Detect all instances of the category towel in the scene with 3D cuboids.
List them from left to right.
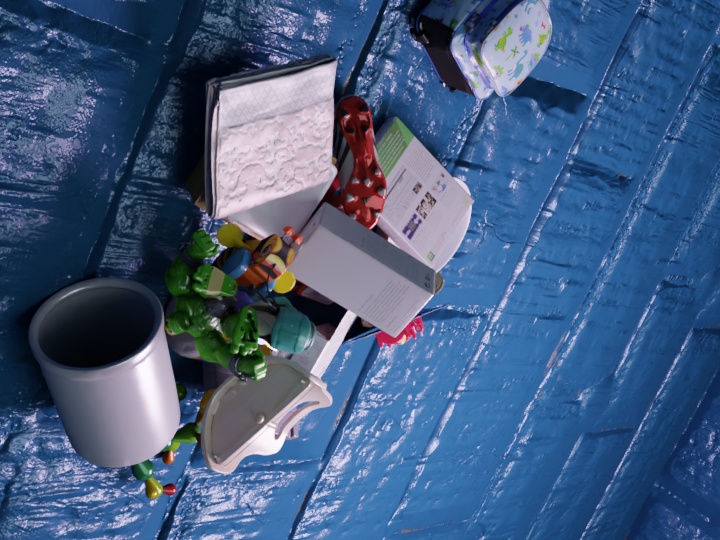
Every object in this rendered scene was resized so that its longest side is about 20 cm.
[{"bbox_3d":[-0.114,-0.175,1.445,0.200,0.032,0.192,-21,131,-35],"label":"towel"}]

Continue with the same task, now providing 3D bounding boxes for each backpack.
[{"bbox_3d":[0.204,-0.376,1.686,0.200,0.147,0.183,-54,146,-7],"label":"backpack"}]

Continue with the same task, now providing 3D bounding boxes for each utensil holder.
[{"bbox_3d":[-0.331,0.139,1.467,0.170,0.170,0.200,-32,139,-29],"label":"utensil holder"}]

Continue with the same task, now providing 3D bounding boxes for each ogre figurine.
[{"bbox_3d":[-0.197,0.054,1.464,0.200,0.120,0.098,50,55,-19],"label":"ogre figurine"}]

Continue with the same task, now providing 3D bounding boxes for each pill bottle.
[{"bbox_3d":[-0.183,0.086,1.637,0.200,0.112,0.112,18,104,-52],"label":"pill bottle"}]

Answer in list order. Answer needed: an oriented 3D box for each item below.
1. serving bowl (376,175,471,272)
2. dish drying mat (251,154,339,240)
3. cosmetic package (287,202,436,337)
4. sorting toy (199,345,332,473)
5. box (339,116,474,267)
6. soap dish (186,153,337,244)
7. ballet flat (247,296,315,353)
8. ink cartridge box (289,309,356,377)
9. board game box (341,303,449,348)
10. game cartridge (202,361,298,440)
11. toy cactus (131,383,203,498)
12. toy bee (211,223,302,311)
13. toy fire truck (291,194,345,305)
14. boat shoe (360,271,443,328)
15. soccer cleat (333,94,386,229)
[{"bbox_3d":[0.095,-0.079,1.860,0.200,0.066,0.201,-29,137,-32],"label":"serving bowl"},{"bbox_3d":[-0.097,-0.090,1.677,0.200,0.018,0.077,-51,145,-4],"label":"dish drying mat"},{"bbox_3d":[0.000,0.000,1.596,0.200,0.074,0.102,33,120,-14],"label":"cosmetic package"},{"bbox_3d":[-0.127,0.210,1.640,0.200,0.107,0.180,-42,146,7],"label":"sorting toy"},{"bbox_3d":[0.075,-0.120,1.734,0.200,0.036,0.145,45,66,-25],"label":"box"},{"bbox_3d":[-0.137,-0.132,1.545,0.158,0.081,0.200,-57,143,2],"label":"soap dish"},{"bbox_3d":[-0.121,0.067,1.505,0.070,0.200,0.068,17,90,-20],"label":"ballet flat"},{"bbox_3d":[-0.052,0.101,1.777,0.174,0.043,0.200,-60,174,3],"label":"ink cartridge box"},{"bbox_3d":[0.068,0.109,1.909,0.200,0.158,0.039,-20,88,-36],"label":"board game box"},{"bbox_3d":[-0.172,0.193,1.738,0.038,0.130,0.200,-21,156,29],"label":"game cartridge"},{"bbox_3d":[-0.314,0.266,1.660,0.165,0.102,0.200,-1,127,-37],"label":"toy cactus"},{"bbox_3d":[-0.127,-0.011,1.514,0.109,0.200,0.131,-51,139,-10],"label":"toy bee"},{"bbox_3d":[-0.042,-0.015,1.722,0.168,0.112,0.200,-41,156,13],"label":"toy fire truck"},{"bbox_3d":[0.068,0.042,1.928,0.200,0.075,0.068,-25,167,-49],"label":"boat shoe"},{"bbox_3d":[-0.004,-0.159,1.629,0.068,0.085,0.201,-10,103,-8],"label":"soccer cleat"}]
